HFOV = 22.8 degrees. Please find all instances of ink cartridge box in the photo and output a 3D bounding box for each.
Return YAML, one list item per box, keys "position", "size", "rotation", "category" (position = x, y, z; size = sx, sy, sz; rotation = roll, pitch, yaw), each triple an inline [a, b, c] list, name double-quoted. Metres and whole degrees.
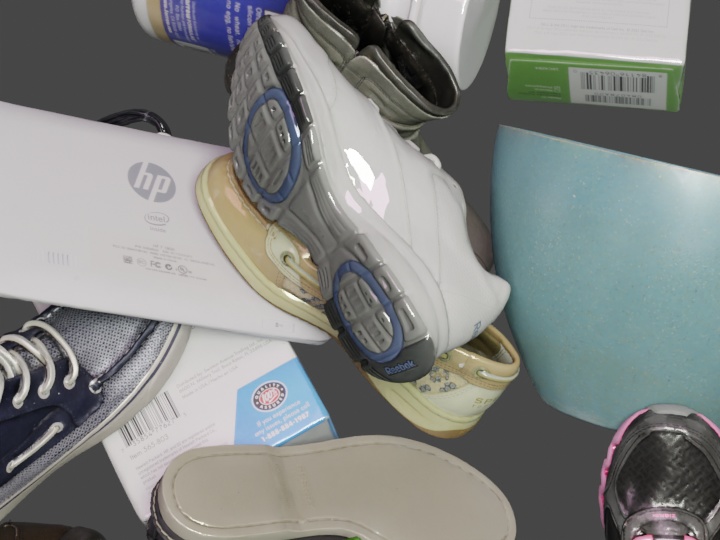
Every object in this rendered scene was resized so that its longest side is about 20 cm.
- position: [0.149, -0.198, 1.065]
  size: [0.103, 0.059, 0.201]
  rotation: [5, 68, 10]
  category: "ink cartridge box"
- position: [-0.107, 0.037, 0.998]
  size: [0.115, 0.068, 0.201]
  rotation: [-29, 67, -4]
  category: "ink cartridge box"

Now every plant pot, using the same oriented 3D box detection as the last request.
- position: [0.152, 0.012, 0.922]
  size: [0.199, 0.200, 0.136]
  rotation: [15, 96, 14]
  category: "plant pot"

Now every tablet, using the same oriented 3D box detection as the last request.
- position: [-0.111, -0.027, 0.951]
  size: [0.199, 0.014, 0.131]
  rotation: [10, 48, -28]
  category: "tablet"

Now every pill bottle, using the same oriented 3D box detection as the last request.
- position: [-0.023, -0.173, 1.047]
  size: [0.199, 0.120, 0.120]
  rotation: [15, 70, 14]
  category: "pill bottle"

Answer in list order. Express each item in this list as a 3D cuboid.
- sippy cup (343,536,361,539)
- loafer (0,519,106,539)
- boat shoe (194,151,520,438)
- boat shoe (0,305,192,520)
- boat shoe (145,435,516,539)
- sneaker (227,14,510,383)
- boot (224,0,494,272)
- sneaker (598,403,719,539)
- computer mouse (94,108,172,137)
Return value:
- position: [0.040, 0.216, 0.869]
  size: [0.130, 0.179, 0.139]
  rotation: [-39, 38, -21]
  category: "sippy cup"
- position: [-0.204, 0.220, 0.942]
  size: [0.071, 0.073, 0.201]
  rotation: [19, 66, 26]
  category: "loafer"
- position: [0.000, 0.000, 0.946]
  size: [0.200, 0.063, 0.073]
  rotation: [41, 42, 2]
  category: "boat shoe"
- position: [-0.170, 0.058, 0.913]
  size: [0.075, 0.093, 0.200]
  rotation: [40, 80, 22]
  category: "boat shoe"
- position: [-0.016, 0.131, 0.934]
  size: [0.199, 0.063, 0.073]
  rotation: [6, 53, -23]
  category: "boat shoe"
- position: [0.001, -0.041, 0.897]
  size: [0.087, 0.074, 0.201]
  rotation: [-20, 78, -38]
  category: "sneaker"
- position: [0.017, -0.070, 0.956]
  size: [0.200, 0.130, 0.068]
  rotation: [45, 63, -10]
  category: "boot"
- position: [0.146, 0.167, 0.853]
  size: [0.078, 0.095, 0.202]
  rotation: [2, 99, 12]
  category: "sneaker"
- position: [-0.082, -0.066, 1.063]
  size: [0.199, 0.034, 0.059]
  rotation: [4, 88, 15]
  category: "computer mouse"
